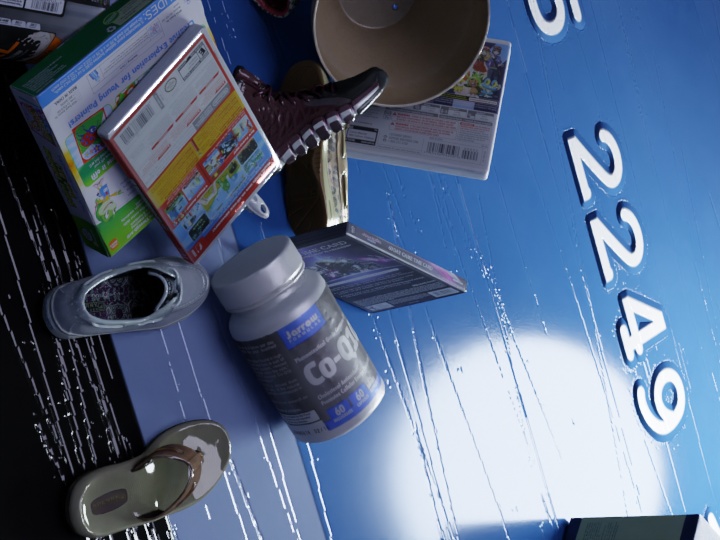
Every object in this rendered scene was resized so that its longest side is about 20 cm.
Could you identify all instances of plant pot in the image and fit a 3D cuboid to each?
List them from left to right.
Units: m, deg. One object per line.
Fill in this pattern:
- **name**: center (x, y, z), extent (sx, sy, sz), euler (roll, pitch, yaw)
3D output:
- **plant pot**: center (0.032, -0.301, 1.616), extent (0.200, 0.200, 0.135), euler (51, 6, -28)

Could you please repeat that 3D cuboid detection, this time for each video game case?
- **video game case**: center (-0.158, -0.116, 1.364), extent (0.143, 0.017, 0.200), euler (-52, 143, -19)
- **video game case**: center (0.000, 0.000, 1.564), extent (0.200, 0.142, 0.019), euler (26, 61, -42)
- **video game case**: center (0.064, -0.203, 1.668), extent (0.023, 0.199, 0.183), euler (87, 14, -65)

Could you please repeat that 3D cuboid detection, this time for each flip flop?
- **flip flop**: center (-0.193, 0.200, 1.367), extent (0.200, 0.057, 0.081), euler (-17, 95, -49)

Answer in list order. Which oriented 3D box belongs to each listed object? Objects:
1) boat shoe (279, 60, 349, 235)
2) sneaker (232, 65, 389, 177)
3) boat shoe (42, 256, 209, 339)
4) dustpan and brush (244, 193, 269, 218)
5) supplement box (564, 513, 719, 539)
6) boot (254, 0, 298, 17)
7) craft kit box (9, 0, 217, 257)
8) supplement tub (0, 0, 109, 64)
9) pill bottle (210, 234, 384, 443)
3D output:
- **boat shoe**: center (-0.050, -0.133, 1.600), extent (0.063, 0.073, 0.201), euler (-8, 98, -55)
- **sneaker**: center (-0.076, -0.183, 1.508), extent (0.116, 0.200, 0.076), euler (55, 2, -10)
- **boat shoe**: center (-0.208, 0.026, 1.377), extent (0.200, 0.071, 0.070), euler (-14, 92, -49)
- **dustpan and brush**: center (-0.172, -0.116, 1.457), extent (0.200, 0.057, 0.140), euler (47, 51, -31)
- **supplement box**: center (0.386, 0.427, 1.862), extent (0.200, 0.199, 0.135), euler (46, 51, -32)
- **boot**: center (-0.090, -0.399, 1.599), extent (0.154, 0.073, 0.204), euler (-53, 125, -41)
- **craft kit box**: center (-0.207, -0.148, 1.332), extent (0.200, 0.048, 0.198), euler (-45, 138, -27)
- **supplement tub**: center (-0.332, -0.250, 1.261), extent (0.200, 0.122, 0.123), euler (1, 81, -48)
- **pill bottle**: center (-0.067, 0.071, 1.496), extent (0.114, 0.113, 0.200), euler (-50, 118, -42)
